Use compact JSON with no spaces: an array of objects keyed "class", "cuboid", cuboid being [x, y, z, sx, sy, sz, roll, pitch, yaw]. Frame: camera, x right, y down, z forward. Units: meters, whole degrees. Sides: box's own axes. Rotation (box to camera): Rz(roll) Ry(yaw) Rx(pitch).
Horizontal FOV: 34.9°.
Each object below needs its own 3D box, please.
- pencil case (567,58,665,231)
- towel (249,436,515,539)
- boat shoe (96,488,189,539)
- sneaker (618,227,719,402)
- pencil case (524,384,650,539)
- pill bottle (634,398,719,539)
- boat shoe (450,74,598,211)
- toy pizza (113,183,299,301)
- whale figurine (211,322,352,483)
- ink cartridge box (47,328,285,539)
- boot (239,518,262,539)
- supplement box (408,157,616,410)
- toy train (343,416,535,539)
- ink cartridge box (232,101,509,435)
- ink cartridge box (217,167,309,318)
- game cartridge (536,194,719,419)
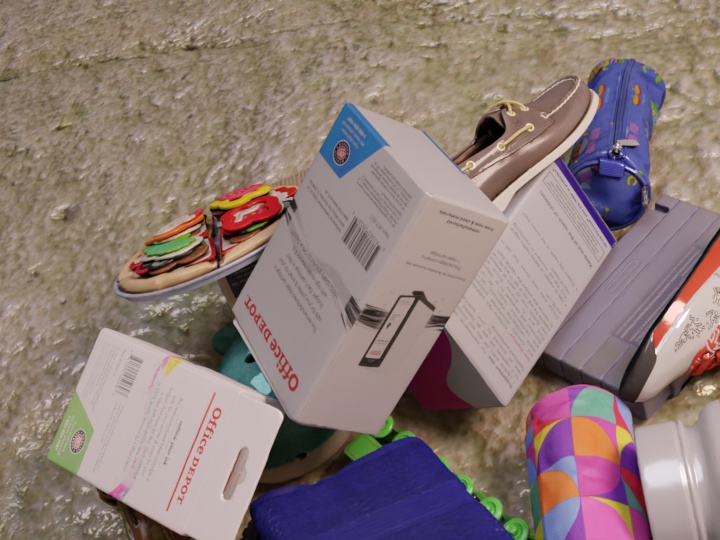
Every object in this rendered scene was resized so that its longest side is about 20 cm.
[{"class":"pencil case","cuboid":[0.235,-0.121,1.053,0.077,0.087,0.201,17,43,6]},{"class":"towel","cuboid":[0.024,0.198,0.777,0.147,0.050,0.200,-19,28,-18]},{"class":"boat shoe","cuboid":[-0.204,0.168,0.993,0.068,0.072,0.200,-34,41,-13]},{"class":"sneaker","cuboid":[0.285,0.043,0.858,0.108,0.067,0.202,36,66,12]},{"class":"pencil case","cuboid":[0.161,0.178,0.794,0.088,0.089,0.201,-12,44,14]},{"class":"pill bottle","cuboid":[0.287,0.133,0.750,0.198,0.115,0.115,-12,42,15]},{"class":"boat shoe","cuboid":[0.119,-0.103,0.945,0.200,0.060,0.072,-44,18,-18]},{"class":"toy pizza","cuboid":[-0.128,-0.034,1.001,0.199,0.032,0.200,-21,19,7]},{"class":"whale figurine","cuboid":[-0.083,0.088,0.993,0.158,0.104,0.200,-27,38,-1]},{"class":"ink cartridge box","cuboid":[-0.137,0.133,0.888,0.199,0.067,0.118,19,84,34]},{"class":"boot","cuboid":[-0.010,0.254,0.802,0.167,0.077,0.201,-7,34,10]},{"class":"supplement box","cuboid":[0.109,0.011,0.951,0.101,0.104,0.200,-12,33,52]},{"class":"toy train","cuboid":[0.059,0.176,0.878,0.056,0.042,0.200,-46,44,-9]},{"class":"ink cartridge box","cuboid":[0.000,0.000,0.863,0.201,0.084,0.146,-60,39,20]},{"class":"ink cartridge box","cuboid":[-0.052,-0.037,1.084,0.164,0.076,0.200,-21,17,3]},{"class":"game cartridge","cuboid":[0.247,0.026,0.948,0.200,0.039,0.129,-43,48,-20]}]
